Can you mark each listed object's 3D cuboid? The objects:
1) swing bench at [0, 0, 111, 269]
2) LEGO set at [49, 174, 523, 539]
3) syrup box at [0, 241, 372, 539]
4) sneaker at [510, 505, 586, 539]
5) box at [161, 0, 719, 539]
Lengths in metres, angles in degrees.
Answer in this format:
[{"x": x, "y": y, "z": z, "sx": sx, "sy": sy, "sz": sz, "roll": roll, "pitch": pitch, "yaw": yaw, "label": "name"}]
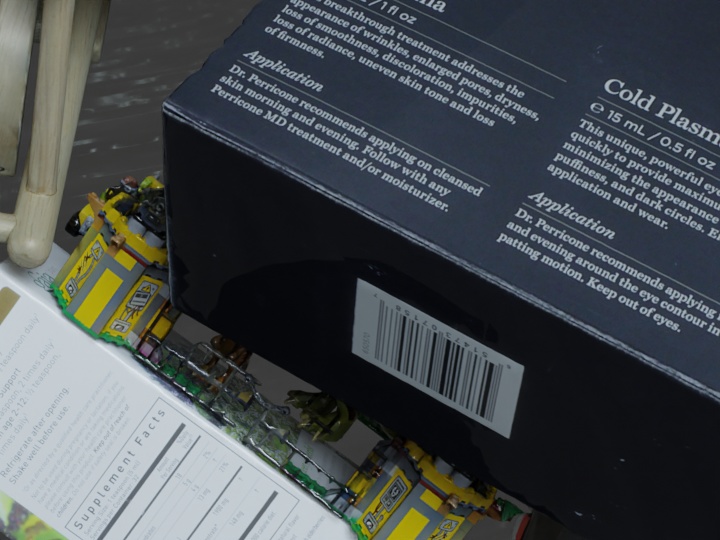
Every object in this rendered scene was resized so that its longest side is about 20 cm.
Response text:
[{"x": -0.187, "y": -0.121, "z": 0.688, "sx": 0.198, "sy": 0.200, "sz": 0.130, "roll": 10, "pitch": 125, "yaw": -5, "label": "swing bench"}, {"x": 0.000, "y": 0.000, "z": 0.701, "sx": 0.200, "sy": 0.154, "sz": 0.116, "roll": 40, "pitch": 108, "yaw": 9, "label": "LEGO set"}, {"x": -0.068, "y": 0.079, "z": 0.715, "sx": 0.200, "sy": 0.079, "sz": 0.082, "roll": 36, "pitch": 98, "yaw": -3, "label": "syrup box"}, {"x": 0.128, "y": 0.075, "z": 0.748, "sx": 0.077, "sy": 0.082, "sz": 0.200, "roll": 40, "pitch": 80, "yaw": -3, "label": "sneaker"}, {"x": 0.071, "y": -0.034, "z": 0.600, "sx": 0.199, "sy": 0.104, "sz": 0.182, "roll": 28, "pitch": 58, "yaw": 16, "label": "box"}]
